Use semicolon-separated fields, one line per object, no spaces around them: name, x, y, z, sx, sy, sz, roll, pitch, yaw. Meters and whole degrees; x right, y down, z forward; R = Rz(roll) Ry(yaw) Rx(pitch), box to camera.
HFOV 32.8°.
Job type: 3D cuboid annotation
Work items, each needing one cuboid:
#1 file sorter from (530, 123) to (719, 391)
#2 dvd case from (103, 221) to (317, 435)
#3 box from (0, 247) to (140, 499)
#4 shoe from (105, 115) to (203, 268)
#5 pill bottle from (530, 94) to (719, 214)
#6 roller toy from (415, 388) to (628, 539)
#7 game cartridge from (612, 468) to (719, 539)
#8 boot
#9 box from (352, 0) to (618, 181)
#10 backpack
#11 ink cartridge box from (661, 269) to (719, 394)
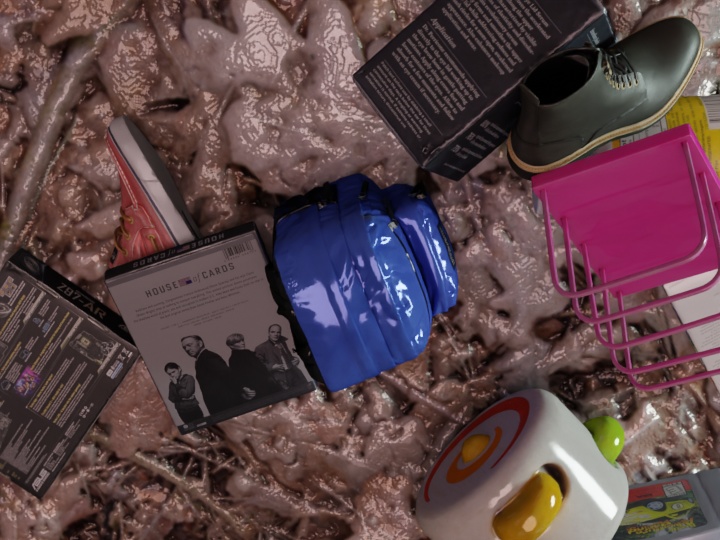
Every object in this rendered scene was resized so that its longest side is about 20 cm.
file sorter;0.251;0.001;1.037;0.138;0.127;0.200;-18;143;25
dvd case;-0.139;0.059;1.174;0.148;0.025;0.202;-18;124;1
box;-0.331;0.106;1.226;0.159;0.044;0.201;34;105;-7
shoe;-0.209;-0.040;1.163;0.090;0.072;0.202;-27;108;4
pill bottle;0.255;-0.098;1.105;0.197;0.113;0.114;-3;106;3
roller toy;0.147;0.211;1.161;0.140;0.200;0.182;45;131;-9
game cartridge;0.286;0.250;1.195;0.197;0.133;0.041;-13;107;6
boot;0.209;-0.162;0.998;0.200;0.139;0.078;-40;72;-9
box;0.112;-0.183;1.057;0.200;0.148;0.105;-40;80;11
backpack;0.000;0.000;1.099;0.166;0.200;0.164;-25;103;10
ink cartridge box;0.378;0.064;1.180;0.108;0.050;0.201;-28;104;10
